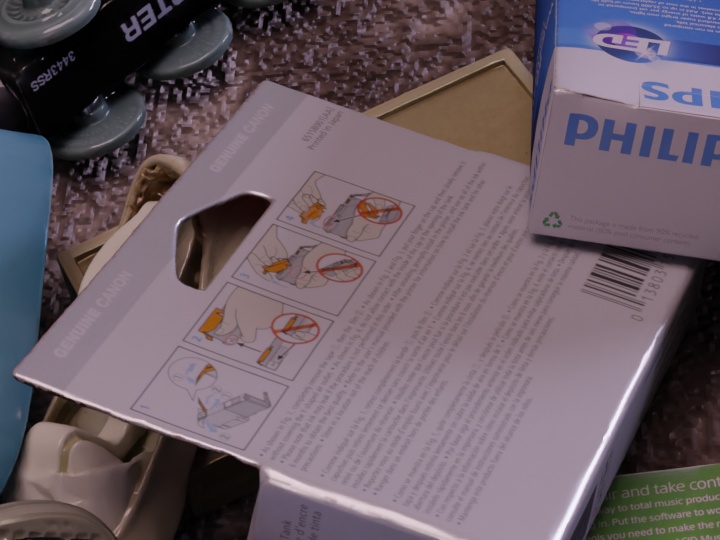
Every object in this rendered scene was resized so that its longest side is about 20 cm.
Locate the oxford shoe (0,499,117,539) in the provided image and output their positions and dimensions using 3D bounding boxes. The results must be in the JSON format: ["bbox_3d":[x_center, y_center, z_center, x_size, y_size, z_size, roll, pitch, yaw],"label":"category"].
[{"bbox_3d":[-0.166,0.135,0.768,0.200,0.075,0.058,-35,14,-1],"label":"oxford shoe"}]

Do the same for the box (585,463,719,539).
[{"bbox_3d":[0.090,0.152,0.743,0.144,0.036,0.200,-7,50,5],"label":"box"}]

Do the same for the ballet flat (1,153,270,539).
[{"bbox_3d":[-0.087,0.049,0.812,0.069,0.069,0.200,13,70,21],"label":"ballet flat"}]

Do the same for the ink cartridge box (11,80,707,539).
[{"bbox_3d":[0.007,0.024,0.781,0.173,0.044,0.200,18,38,14],"label":"ink cartridge box"}]

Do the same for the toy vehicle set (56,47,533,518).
[{"bbox_3d":[0.000,0.000,0.894,0.200,0.027,0.124,-25,50,-10],"label":"toy vehicle set"}]

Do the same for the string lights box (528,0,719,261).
[{"bbox_3d":[0.116,-0.081,0.866,0.103,0.059,0.200,9,32,0],"label":"string lights box"}]

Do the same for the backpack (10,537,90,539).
[{"bbox_3d":[-0.039,0.162,0.662,0.200,0.135,0.183,-6,83,9],"label":"backpack"}]

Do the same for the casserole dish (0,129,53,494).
[{"bbox_3d":[-0.160,0.029,0.848,0.121,0.039,0.200,-40,36,36],"label":"casserole dish"}]

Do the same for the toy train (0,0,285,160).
[{"bbox_3d":[-0.106,-0.126,0.990,0.114,0.085,0.200,26,59,40],"label":"toy train"}]
